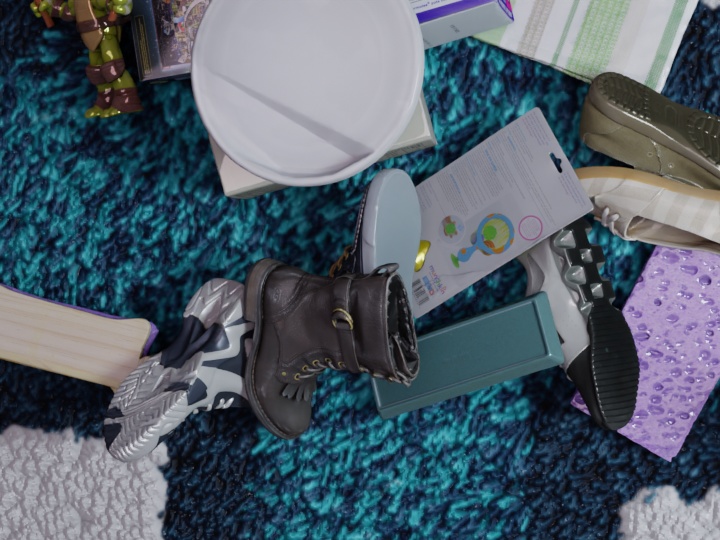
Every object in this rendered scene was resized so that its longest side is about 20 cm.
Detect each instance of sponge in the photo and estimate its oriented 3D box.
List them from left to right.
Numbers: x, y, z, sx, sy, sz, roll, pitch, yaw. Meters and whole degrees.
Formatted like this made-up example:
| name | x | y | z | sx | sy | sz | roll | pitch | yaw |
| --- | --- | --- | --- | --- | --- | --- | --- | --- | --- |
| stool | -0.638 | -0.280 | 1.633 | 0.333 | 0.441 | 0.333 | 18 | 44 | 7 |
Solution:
| name | x | y | z | sx | sy | sz | roll | pitch | yaw |
| --- | --- | --- | --- | --- | --- | --- | --- | --- | --- |
| sponge | 0.294 | 0.067 | 1.177 | 0.111 | 0.030 | 0.200 | 28 | 97 | 6 |

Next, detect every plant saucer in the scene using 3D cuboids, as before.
| name | x | y | z | sx | sy | sz | roll | pitch | yaw |
| --- | --- | --- | --- | --- | --- | --- | --- | --- | --- |
| plant saucer | 0.091 | 0.081 | 1.168 | 0.199 | 0.019 | 0.070 | -21 | 73 | 28 |

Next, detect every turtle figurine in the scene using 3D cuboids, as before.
| name | x | y | z | sx | sy | sz | roll | pitch | yaw |
| --- | --- | --- | --- | --- | --- | --- | --- | --- | --- |
| turtle figurine | -0.259 | -0.231 | 1.198 | 0.200 | 0.064 | 0.162 | 6 | 112 | 45 |

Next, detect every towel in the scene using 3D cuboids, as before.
| name | x | y | z | sx | sy | sz | roll | pitch | yaw |
| --- | --- | --- | --- | --- | --- | --- | --- | --- | --- |
| towel | 0.213 | -0.258 | 1.176 | 0.199 | 0.031 | 0.150 | 22 | 93 | 8 |

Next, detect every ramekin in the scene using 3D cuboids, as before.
| name | x | y | z | sx | sy | sz | roll | pitch | yaw |
| --- | --- | --- | --- | --- | --- | --- | --- | --- | --- |
| ramekin | -0.038 | -0.172 | 1.065 | 0.202 | 0.094 | 0.203 | 1 | 93 | 12 |

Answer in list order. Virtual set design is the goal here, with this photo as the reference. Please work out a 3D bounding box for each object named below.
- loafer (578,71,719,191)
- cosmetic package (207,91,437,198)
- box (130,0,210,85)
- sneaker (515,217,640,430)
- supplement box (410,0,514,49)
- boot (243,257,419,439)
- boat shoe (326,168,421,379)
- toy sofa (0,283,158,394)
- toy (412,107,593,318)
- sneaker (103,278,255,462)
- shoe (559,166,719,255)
| name | x | y | z | sx | sy | sz | roll | pitch | yaw |
| --- | --- | --- | --- | --- | --- | --- | --- | --- | --- |
| loafer | 0.290 | -0.114 | 1.151 | 0.200 | 0.076 | 0.067 | 30 | 138 | -5 |
| cosmetic package | -0.034 | -0.128 | 1.171 | 0.199 | 0.104 | 0.073 | -16 | 90 | 6 |
| box | -0.161 | -0.292 | 1.210 | 0.136 | 0.038 | 0.201 | -8 | 92 | 7 |
| sneaker | 0.198 | 0.057 | 1.162 | 0.088 | 0.074 | 0.201 | -27 | 69 | 42 |
| supplement box | 0.066 | -0.319 | 1.137 | 0.103 | 0.101 | 0.201 | -14 | 87 | 16 |
| boot | -0.023 | 0.080 | 1.127 | 0.174 | 0.069 | 0.201 | 10 | 117 | 36 |
| boat shoe | 0.000 | 0.000 | 1.162 | 0.091 | 0.071 | 0.201 | 13 | 108 | 39 |
| toy sofa | -0.289 | 0.075 | 1.222 | 0.199 | 0.083 | 0.098 | 13 | 90 | 6 |
| toy | 0.115 | -0.051 | 1.179 | 0.200 | 0.047 | 0.115 | -32 | 70 | 16 |
| sneaker | -0.149 | 0.119 | 1.179 | 0.079 | 0.130 | 0.200 | 9 | 57 | 36 |
| shoe | 0.268 | -0.052 | 1.133 | 0.199 | 0.070 | 0.054 | 13 | 74 | 24 |
